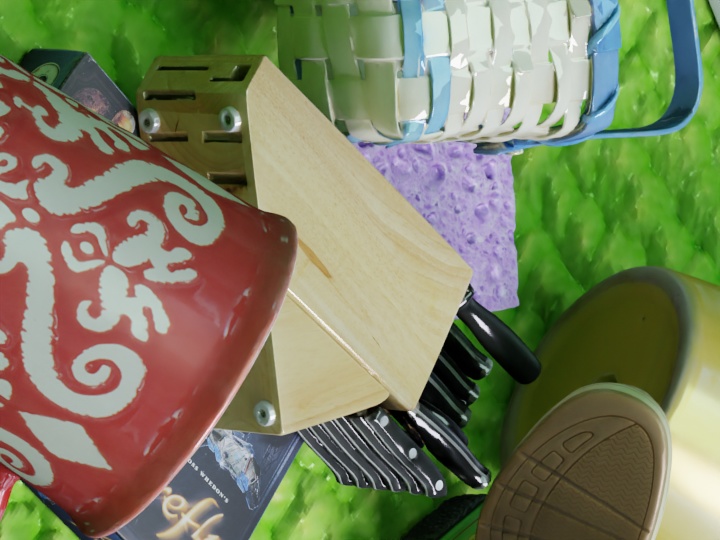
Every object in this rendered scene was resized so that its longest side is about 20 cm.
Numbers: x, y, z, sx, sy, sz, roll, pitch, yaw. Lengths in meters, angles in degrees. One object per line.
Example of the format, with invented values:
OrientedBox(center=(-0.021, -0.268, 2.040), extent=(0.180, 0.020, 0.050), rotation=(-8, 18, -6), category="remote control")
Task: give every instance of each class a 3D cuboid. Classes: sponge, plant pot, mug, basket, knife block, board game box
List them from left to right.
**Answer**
OrientedBox(center=(-0.150, 0.002, 1.023), extent=(0.200, 0.133, 0.178), rotation=(35, 77, -16), category="mug")
OrientedBox(center=(-0.096, 0.027, 1.182), extent=(0.200, 0.035, 0.136), rotation=(50, 58, -36), category="board game box")
OrientedBox(center=(0.000, 0.000, 1.212), extent=(0.175, 0.064, 0.200), rotation=(-17, 105, -46), category="knife block")
OrientedBox(center=(0.022, -0.074, 1.305), extent=(0.111, 0.030, 0.200), rotation=(-9, 99, -46), category="sponge")
OrientedBox(center=(0.059, -0.134, 1.213), extent=(0.200, 0.139, 0.177), rotation=(-10, 101, -31), category="basket")
OrientedBox(center=(0.175, 0.096, 1.375), extent=(0.189, 0.201, 0.201), rotation=(31, 70, -26), category="plant pot")

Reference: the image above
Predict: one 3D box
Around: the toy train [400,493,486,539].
OrientedBox(center=(0.003, 0.163, 1.294), extent=(0.200, 0.042, 0.056), rotation=(-36, 108, -39), category="toy train")

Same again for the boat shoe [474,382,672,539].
OrientedBox(center=(0.088, 0.122, 1.271), extent=(0.065, 0.072, 0.200), rotation=(-47, 158, -54), category="boat shoe")

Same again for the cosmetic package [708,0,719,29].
OrientedBox(center=(0.252, -0.226, 1.440), extent=(0.165, 0.165, 0.200), rotation=(-46, 122, -34), category="cosmetic package")
